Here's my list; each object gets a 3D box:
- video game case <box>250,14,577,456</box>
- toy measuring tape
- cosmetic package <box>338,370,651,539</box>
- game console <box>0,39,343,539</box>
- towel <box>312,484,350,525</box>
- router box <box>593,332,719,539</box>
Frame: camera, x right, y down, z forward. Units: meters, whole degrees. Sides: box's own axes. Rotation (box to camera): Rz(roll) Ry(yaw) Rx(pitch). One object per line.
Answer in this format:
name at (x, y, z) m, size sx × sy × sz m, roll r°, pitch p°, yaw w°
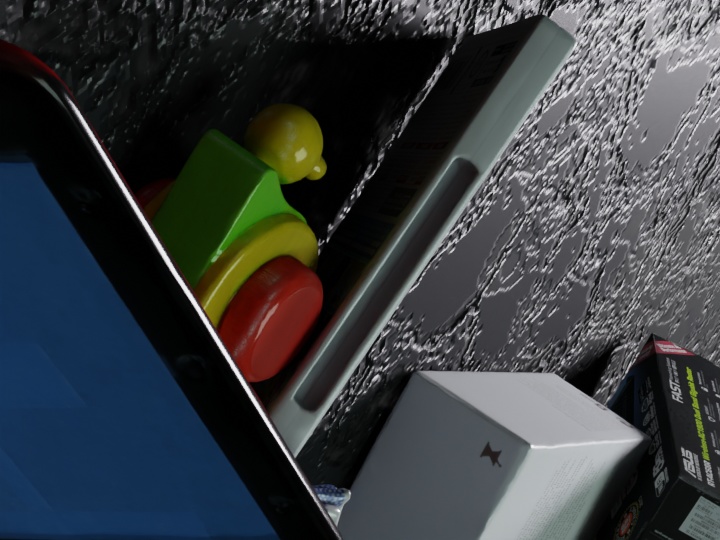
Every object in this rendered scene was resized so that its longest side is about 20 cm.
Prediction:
video game case at (0.000, 0.000, 0.691) m, size 0.201 × 0.018 × 0.143 m, roll -55°, pitch -172°, yaw -1°
toy measuring tape at (-0.067, 0.036, 0.629) m, size 0.201 × 0.073 × 0.073 m, roll -58°, pitch 157°, yaw 5°
cosmetic package at (0.069, 0.111, 0.989) m, size 0.102 × 0.071 × 0.200 m, roll -61°, pitch 157°, yaw 9°
game console at (-0.123, 0.055, 0.427) m, size 0.173 × 0.118 × 0.201 m, roll -48°, pitch 141°, yaw -18°
towel at (-0.112, 0.111, 0.583) m, size 0.199 × 0.024 × 0.148 m, roll 13°, pitch 113°, yaw -32°
router box at (0.161, 0.144, 1.110) m, size 0.151 × 0.062 × 0.200 m, roll -62°, pitch -174°, yaw 20°
